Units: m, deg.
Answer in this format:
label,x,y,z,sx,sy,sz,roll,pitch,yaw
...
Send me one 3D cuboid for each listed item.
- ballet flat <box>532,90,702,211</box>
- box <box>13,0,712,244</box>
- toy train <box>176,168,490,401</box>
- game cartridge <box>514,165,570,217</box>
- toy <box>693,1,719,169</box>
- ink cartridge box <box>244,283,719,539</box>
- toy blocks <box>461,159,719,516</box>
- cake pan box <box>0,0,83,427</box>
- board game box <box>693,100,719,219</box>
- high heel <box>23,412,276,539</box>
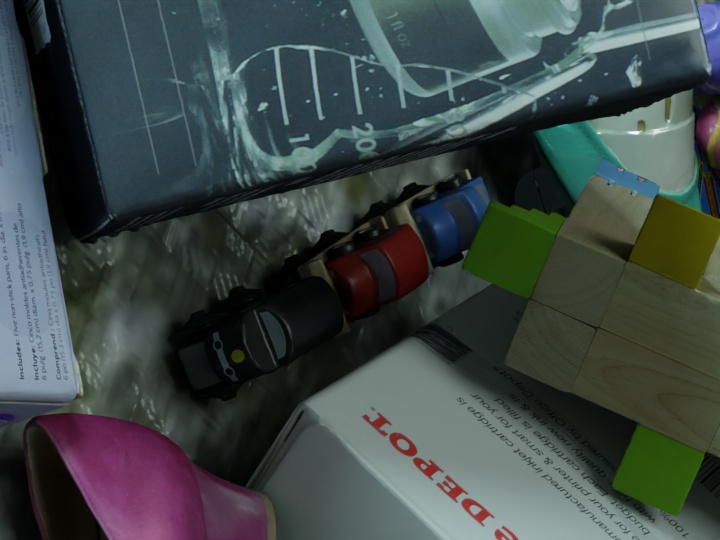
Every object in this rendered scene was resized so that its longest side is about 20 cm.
label,x,y,z,sx,sy,sz,roll,pitch,yaw
ballet flat,0.094,-0.082,1.083,0.200,0.070,0.067,55,41,2
box,-0.016,-0.129,0.842,0.196,0.124,0.201,-14,91,-12
toy train,0.000,0.000,0.972,0.200,0.046,0.034,-33,101,-56
game cartridge,0.136,0.045,1.156,0.133,0.040,0.201,-12,84,-53
toy,0.164,-0.069,1.121,0.115,0.047,0.200,-102,166,-50
ink cartridge box,0.062,0.089,0.934,0.145,0.084,0.200,42,33,13
toy blocks,0.138,0.023,0.935,0.199,0.100,0.137,24,17,6
cake pan box,-0.171,-0.054,0.752,0.184,0.052,0.201,4,71,-56
board game box,0.163,-0.013,1.174,0.103,0.019,0.201,15,63,-53
high heel,-0.067,0.141,0.794,0.096,0.067,0.201,26,56,-40
